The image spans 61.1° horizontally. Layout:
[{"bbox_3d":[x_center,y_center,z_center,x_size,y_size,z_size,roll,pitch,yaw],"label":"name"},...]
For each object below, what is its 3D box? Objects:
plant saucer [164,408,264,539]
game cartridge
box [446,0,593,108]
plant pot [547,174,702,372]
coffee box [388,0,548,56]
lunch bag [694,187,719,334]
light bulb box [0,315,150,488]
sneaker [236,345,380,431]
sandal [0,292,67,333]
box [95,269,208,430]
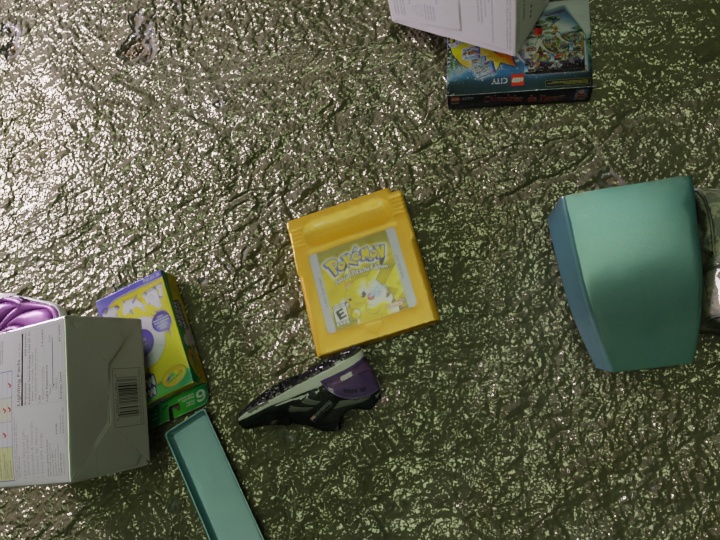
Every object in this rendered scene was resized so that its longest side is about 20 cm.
[{"bbox_3d":[-0.196,0.293,0.824,0.069,0.019,0.201,-32,73,3],"label":"plant saucer"},{"bbox_3d":[0.000,0.000,0.844,0.174,0.032,0.203,-18,75,7],"label":"game cartridge"},{"bbox_3d":[0.222,-0.306,0.866,0.197,0.038,0.139,0,76,12],"label":"box"},{"bbox_3d":[0.313,0.013,0.721,0.139,0.141,0.203,-8,83,10],"label":"plant pot"},{"bbox_3d":[0.157,-0.448,0.802,0.198,0.200,0.199,25,69,24],"label":"coffee box"},{"bbox_3d":[0.473,-0.017,0.689,0.197,0.139,0.170,-1,77,11],"label":"lunch bag"},{"bbox_3d":[-0.400,0.174,0.810,0.198,0.124,0.201,-13,78,27],"label":"light bulb box"},{"bbox_3d":[-0.068,0.181,0.796,0.198,0.076,0.088,-27,92,15],"label":"sneaker"},{"bbox_3d":[-0.546,0.070,0.936,0.200,0.050,0.084,-4,76,11],"label":"sandal"},{"bbox_3d":[-0.297,0.116,0.874,0.116,0.048,0.202,-25,74,6],"label":"box"}]
